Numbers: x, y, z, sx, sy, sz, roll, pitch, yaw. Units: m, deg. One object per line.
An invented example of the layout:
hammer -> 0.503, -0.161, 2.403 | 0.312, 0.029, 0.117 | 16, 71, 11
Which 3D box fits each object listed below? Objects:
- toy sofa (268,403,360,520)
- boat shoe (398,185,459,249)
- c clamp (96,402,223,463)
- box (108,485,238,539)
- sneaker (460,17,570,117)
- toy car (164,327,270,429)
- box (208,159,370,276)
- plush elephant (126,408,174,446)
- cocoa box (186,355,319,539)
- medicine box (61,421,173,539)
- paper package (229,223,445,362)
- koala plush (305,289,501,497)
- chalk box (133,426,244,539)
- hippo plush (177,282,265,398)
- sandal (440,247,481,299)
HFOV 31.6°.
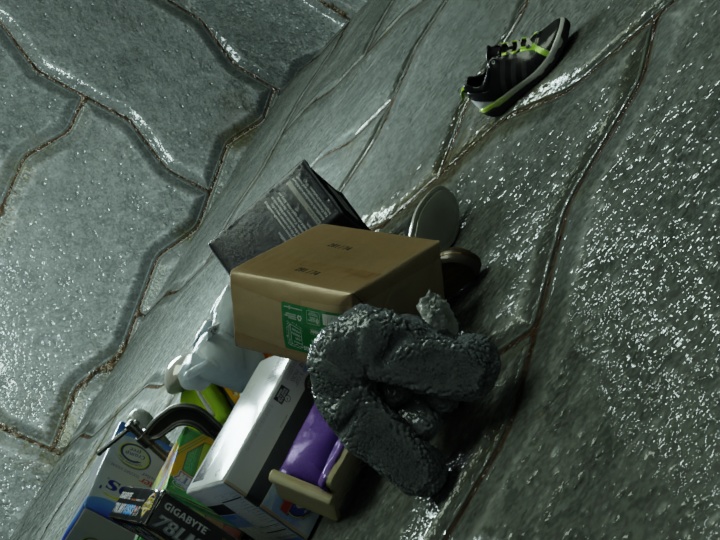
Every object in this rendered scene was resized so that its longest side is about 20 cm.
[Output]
toy sofa -> -0.026, 0.174, 1.468 | 0.098, 0.082, 0.201 | 79, -146, -56
boat shoe -> 0.078, -0.025, 1.711 | 0.060, 0.073, 0.202 | -27, 38, 51
c clamp -> -0.247, 0.264, 1.802 | 0.171, 0.199, 0.027 | -43, 17, 24
box -> -0.181, 0.320, 1.469 | 0.050, 0.199, 0.198 | -60, 15, -19
sneaker -> 0.222, -0.306, 1.868 | 0.200, 0.082, 0.072 | -44, 17, 33
toy car -> -0.196, 0.180, 1.993 | 0.200, 0.176, 0.149 | -46, -19, 28
box -> -0.100, -0.041, 1.987 | 0.199, 0.118, 0.197 | -40, -21, 6
plush elephant -> -0.344, 0.347, 2.036 | 0.155, 0.164, 0.201 | -44, -19, -20
cocoa box -> -0.096, 0.218, 1.569 | 0.133, 0.131, 0.201 | -27, 29, 59
medicine box -> -0.313, 0.349, 1.842 | 0.103, 0.181, 0.201 | -56, 11, 27
paper package -> -0.026, 0.030, 1.493 | 0.198, 0.105, 0.190 | 10, 26, 37
koala plush -> 0.048, 0.105, 1.331 | 0.179, 0.182, 0.200 | -63, -9, 14
chalk box -> -0.222, 0.329, 1.700 | 0.125, 0.123, 0.201 | -59, 11, 23
hippo plush -> -0.149, 0.121, 1.760 | 0.161, 0.159, 0.200 | -63, 8, -13
sandal -> 0.075, 0.043, 1.585 | 0.199, 0.081, 0.055 | -35, 44, 35
